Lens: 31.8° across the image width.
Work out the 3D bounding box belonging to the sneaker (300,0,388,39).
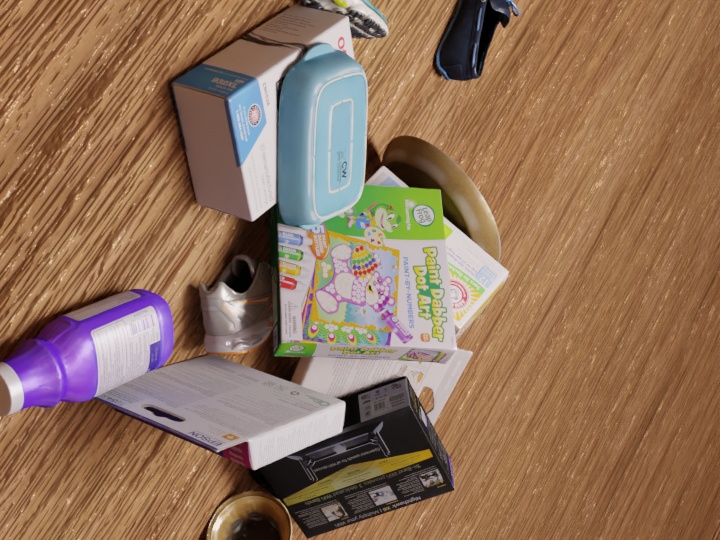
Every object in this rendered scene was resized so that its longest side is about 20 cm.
[{"bbox_3d":[-0.021,-0.314,1.374,0.200,0.077,0.081,40,59,-57],"label":"sneaker"}]

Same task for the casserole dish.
[{"bbox_3d":[-0.034,-0.133,1.314,0.121,0.039,0.202,-27,129,-47],"label":"casserole dish"}]

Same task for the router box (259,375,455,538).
[{"bbox_3d":[-0.006,0.223,1.486,0.052,0.198,0.158,-97,163,-51],"label":"router box"}]

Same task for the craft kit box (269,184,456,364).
[{"bbox_3d":[0.000,0.000,1.385,0.049,0.195,0.202,124,-34,-58],"label":"craft kit box"}]

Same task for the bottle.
[{"bbox_3d":[-0.267,0.082,1.202,0.199,0.065,0.084,-25,124,-48],"label":"bottle"}]

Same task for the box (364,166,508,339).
[{"bbox_3d":[0.056,-0.004,1.489,0.113,0.200,0.102,-46,172,-33],"label":"box"}]

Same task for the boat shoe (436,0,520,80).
[{"bbox_3d":[0.169,-0.331,1.638,0.084,0.068,0.202,27,82,-56],"label":"boat shoe"}]

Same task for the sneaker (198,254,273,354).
[{"bbox_3d":[-0.104,0.017,1.406,0.200,0.075,0.093,-35,121,-49],"label":"sneaker"}]

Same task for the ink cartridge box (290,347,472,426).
[{"bbox_3d":[0.013,0.131,1.477,0.045,0.174,0.201,-95,-156,-50],"label":"ink cartridge box"}]

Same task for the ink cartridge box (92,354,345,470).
[{"bbox_3d":[-0.150,0.145,1.282,0.199,0.195,0.044,-15,115,-51],"label":"ink cartridge box"}]

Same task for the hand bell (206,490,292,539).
[{"bbox_3d":[-0.113,0.357,1.551,0.105,0.103,0.201,-56,155,-22],"label":"hand bell"}]

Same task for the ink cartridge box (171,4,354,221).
[{"bbox_3d":[-0.091,-0.168,1.325,0.200,0.083,0.146,-42,136,-38],"label":"ink cartridge box"}]

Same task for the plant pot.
[{"bbox_3d":[0.089,-0.071,1.533,0.027,0.199,0.201,-38,135,-22],"label":"plant pot"}]

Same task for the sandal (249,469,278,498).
[{"bbox_3d":[-0.071,0.272,1.586,0.200,0.048,0.076,42,70,-54],"label":"sandal"}]
